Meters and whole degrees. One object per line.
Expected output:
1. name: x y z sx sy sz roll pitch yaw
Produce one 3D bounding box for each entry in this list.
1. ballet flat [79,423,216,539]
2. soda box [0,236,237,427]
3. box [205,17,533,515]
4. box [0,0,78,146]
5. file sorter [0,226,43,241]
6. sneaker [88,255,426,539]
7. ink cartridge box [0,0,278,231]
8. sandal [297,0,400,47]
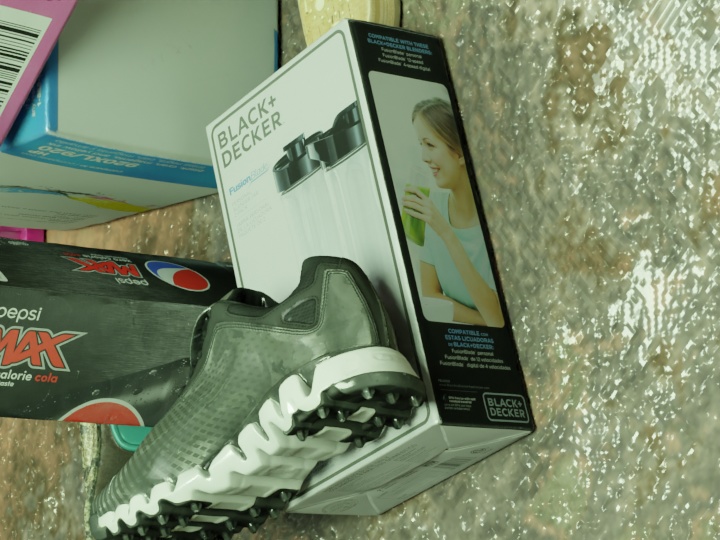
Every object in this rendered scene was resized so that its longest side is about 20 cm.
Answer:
1. ballet flat: -0.115 0.109 1.206 0.075 0.068 0.200 118 146 -56
2. soda box: -0.126 0.031 1.112 0.063 0.200 0.071 37 112 47
3. box: 0.000 0.000 1.075 0.117 0.060 0.201 -32 61 43
4. box: -0.205 -0.187 1.095 0.176 0.097 0.200 -58 44 23
5. file sorter: -0.272 -0.061 1.358 0.139 0.125 0.201 -11 76 48
6. sneaker: -0.053 0.058 1.036 0.200 0.066 0.091 -36 56 37
7. ink cartridge box: -0.158 -0.111 1.213 0.200 0.144 0.148 -13 75 48
8. sandal: -0.039 -0.195 1.142 0.078 0.070 0.212 -37 58 41
